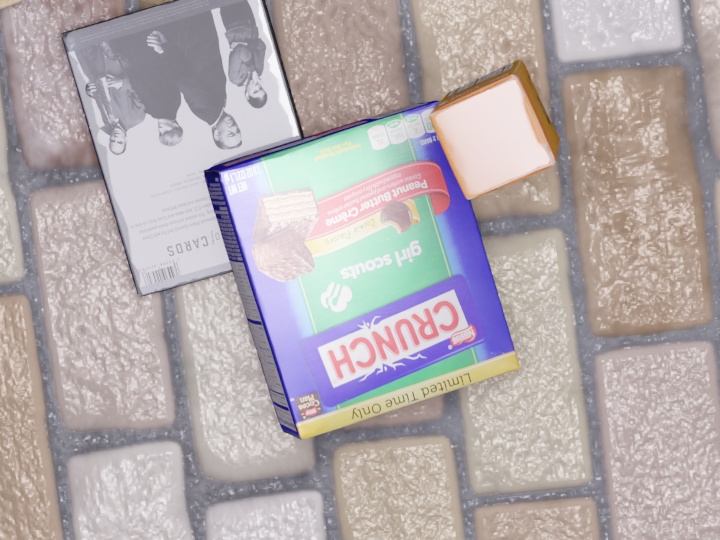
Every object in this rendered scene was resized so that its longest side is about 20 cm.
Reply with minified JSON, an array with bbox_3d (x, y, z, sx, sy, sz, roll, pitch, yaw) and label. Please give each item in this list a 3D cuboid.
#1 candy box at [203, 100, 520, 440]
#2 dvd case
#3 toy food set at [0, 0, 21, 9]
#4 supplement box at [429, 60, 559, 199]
[{"bbox_3d":[0.000,0.000,1.588,0.169,0.077,0.200,-18,97,-10],"label":"candy box"},{"bbox_3d":[-0.118,-0.096,1.630,0.150,0.025,0.200,-15,97,6],"label":"dvd case"},{"bbox_3d":[-0.283,-0.281,1.611,0.200,0.049,0.198,-41,92,8],"label":"toy food set"},{"bbox_3d":[0.093,-0.098,1.524,0.069,0.200,0.067,-24,95,10],"label":"supplement box"}]
